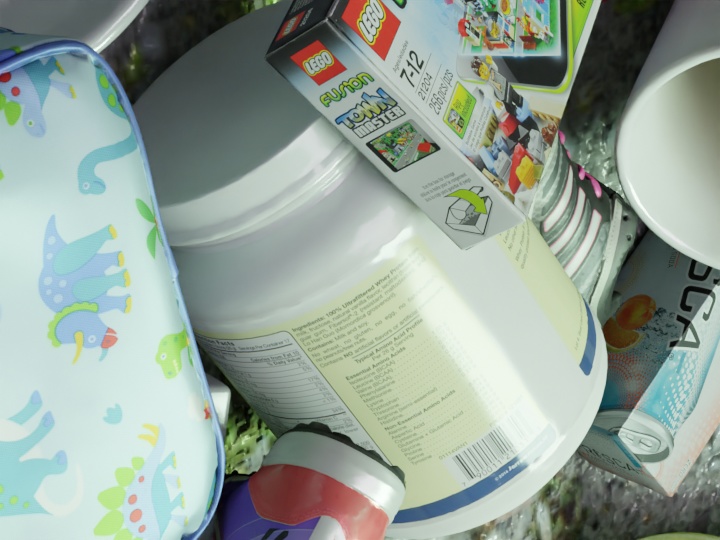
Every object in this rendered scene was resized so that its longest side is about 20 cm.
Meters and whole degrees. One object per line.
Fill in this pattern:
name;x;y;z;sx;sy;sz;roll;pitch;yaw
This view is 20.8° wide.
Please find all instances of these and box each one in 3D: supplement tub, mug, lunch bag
supplement tub;0.000;0.000;0.816;0.145;0.145;0.200;-48;124;-19
mug;0.225;-0.090;0.969;0.187;0.149;0.153;32;46;-14
lunch bag;-0.139;0.027;0.643;0.161;0.082;0.200;-30;120;-32

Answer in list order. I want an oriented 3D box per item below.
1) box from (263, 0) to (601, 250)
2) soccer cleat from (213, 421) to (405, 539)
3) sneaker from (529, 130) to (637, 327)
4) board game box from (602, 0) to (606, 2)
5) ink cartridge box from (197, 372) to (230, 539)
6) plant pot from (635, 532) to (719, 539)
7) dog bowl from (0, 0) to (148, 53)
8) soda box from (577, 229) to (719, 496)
box;0.041;-0.116;0.764;0.110;0.035;0.200;43;46;-23
soccer cleat;-0.039;0.122;0.811;0.068;0.200;0.073;30;66;-5
sneaker;0.084;-0.036;0.933;0.087;0.074;0.200;-32;128;-30
board game box;0.081;-0.153;0.902;0.200;0.019;0.103;-26;143;-32
ink cartridge box;-0.159;0.107;0.760;0.200;0.086;0.148;-2;104;-42
plant pot;0.237;0.221;1.084;0.184;0.200;0.201;-13;112;-49
dog bowl;-0.154;-0.162;0.682;0.200;0.079;0.200;-14;113;-37
soda box;0.180;0.015;1.038;0.200;0.064;0.068;-55;131;-14
